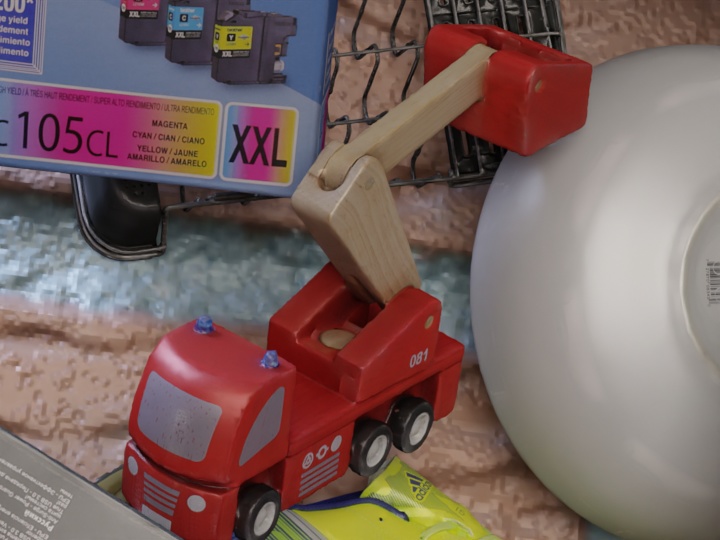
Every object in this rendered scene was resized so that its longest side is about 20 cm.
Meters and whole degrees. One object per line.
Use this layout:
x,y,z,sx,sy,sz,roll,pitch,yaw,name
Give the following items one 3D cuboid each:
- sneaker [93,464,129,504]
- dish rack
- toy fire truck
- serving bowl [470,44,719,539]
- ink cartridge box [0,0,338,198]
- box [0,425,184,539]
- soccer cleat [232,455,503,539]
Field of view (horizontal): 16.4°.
-0.096,0.166,0.895,0.088,0.077,0.201,22,82,13,sneaker
-0.020,-0.093,0.984,0.198,0.055,0.155,-7,80,-13,dish rack
0.000,0.000,0.874,0.049,0.142,0.199,25,31,30,toy fire truck
0.144,0.009,0.957,0.198,0.066,0.202,2,86,-21,serving bowl
-0.071,-0.136,0.872,0.135,0.076,0.202,5,109,-2,ink cartridge box
-0.092,0.114,0.789,0.199,0.164,0.086,31,80,5,box
0.030,0.114,0.941,0.198,0.065,0.084,12,72,-7,soccer cleat
